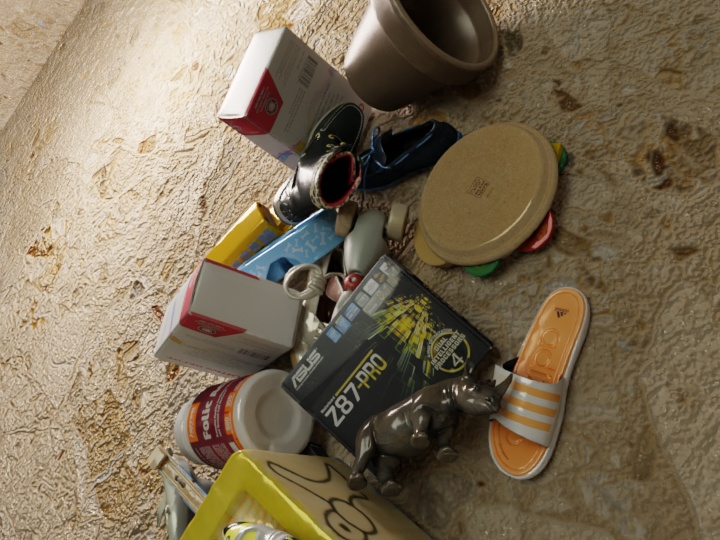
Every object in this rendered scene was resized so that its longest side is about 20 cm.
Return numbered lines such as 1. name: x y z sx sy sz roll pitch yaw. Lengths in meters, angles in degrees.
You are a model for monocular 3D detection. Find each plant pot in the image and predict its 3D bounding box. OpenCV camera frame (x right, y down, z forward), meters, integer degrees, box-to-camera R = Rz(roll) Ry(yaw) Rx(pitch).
1. plant pot: 0.069 -0.319 1.003 0.174 0.198 0.202 -36 43 48

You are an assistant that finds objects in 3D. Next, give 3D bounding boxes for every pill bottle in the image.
1. pill bottle: -0.160 0.201 0.933 0.199 0.113 0.115 -23 52 47

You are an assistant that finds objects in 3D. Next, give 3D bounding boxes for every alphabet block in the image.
1. alphabet block: -0.056 0.312 0.694 0.194 0.200 0.198 31 90 32

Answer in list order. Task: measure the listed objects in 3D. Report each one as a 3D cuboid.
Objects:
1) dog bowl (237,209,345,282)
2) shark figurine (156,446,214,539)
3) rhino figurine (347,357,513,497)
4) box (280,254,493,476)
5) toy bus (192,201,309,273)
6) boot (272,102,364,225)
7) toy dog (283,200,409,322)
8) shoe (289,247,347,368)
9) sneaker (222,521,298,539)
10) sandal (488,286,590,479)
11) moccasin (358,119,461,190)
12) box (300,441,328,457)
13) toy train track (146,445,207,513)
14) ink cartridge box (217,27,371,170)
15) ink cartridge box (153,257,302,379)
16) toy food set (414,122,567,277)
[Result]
1. dog bowl: -0.101 -0.027 1.028 0.199 0.050 0.112 -31 10 27
2. shark figurine: -0.227 0.326 0.957 0.129 0.088 0.216 118 148 -41
3. rhino figurine: 0.072 0.154 0.729 0.199 0.060 0.088 -36 23 20
4. box: 0.030 0.108 0.814 0.161 0.049 0.201 41 98 11
5. toy bus: -0.171 -0.038 1.121 0.200 0.078 0.065 -45 44 14
6. boot: -0.029 -0.154 0.961 0.205 0.073 0.153 -59 21 -15
7. toy dog: 0.000 0.000 0.928 0.131 0.097 0.201 29 71 18
8. shoe: -0.050 0.060 0.955 0.053 0.069 0.202 -35 42 49
9. sneaker: -0.111 0.305 0.575 0.076 0.075 0.202 14 71 37
10. sandal: 0.173 0.106 0.731 0.079 0.059 0.209 9 73 45
11. moccasin: 0.048 -0.174 1.001 0.199 0.068 0.081 -19 55 38
12. box: -0.082 0.330 0.859 0.201 0.036 0.143 -53 43 2
13. toy train track: -0.204 0.294 0.887 0.199 0.033 0.115 38 89 24
14. ink cartridge box: -0.093 -0.240 1.064 0.085 0.199 0.149 11 74 46
15. ink cartridge box: -0.185 0.076 0.972 0.200 0.146 0.087 -35 40 55
16. toy food set: 0.156 -0.089 0.868 0.197 0.048 0.202 11 75 46
